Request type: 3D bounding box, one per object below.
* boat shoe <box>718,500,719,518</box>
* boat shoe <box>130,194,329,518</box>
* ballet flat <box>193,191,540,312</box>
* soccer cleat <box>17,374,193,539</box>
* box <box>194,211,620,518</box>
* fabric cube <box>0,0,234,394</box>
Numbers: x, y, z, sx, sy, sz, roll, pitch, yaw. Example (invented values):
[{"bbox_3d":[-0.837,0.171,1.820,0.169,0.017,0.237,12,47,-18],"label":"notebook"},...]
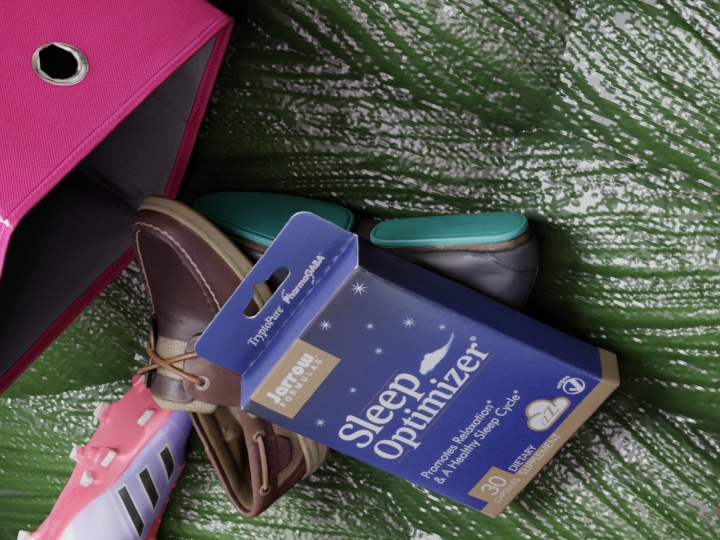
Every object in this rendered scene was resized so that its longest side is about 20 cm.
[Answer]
[{"bbox_3d":[0.250,0.063,1.335,0.200,0.072,0.072,-49,60,32],"label":"boat shoe"},{"bbox_3d":[-0.083,0.052,1.421,0.072,0.072,0.200,14,138,42],"label":"boat shoe"},{"bbox_3d":[0.000,0.000,1.412,0.200,0.073,0.073,4,108,16],"label":"ballet flat"},{"bbox_3d":[-0.142,0.140,1.522,0.076,0.067,0.200,27,112,-23],"label":"soccer cleat"},{"bbox_3d":[0.023,0.053,1.380,0.200,0.032,0.121,25,126,-20],"label":"box"},{"bbox_3d":[-0.216,-0.079,1.367,0.199,0.196,0.200,36,142,9],"label":"fabric cube"}]
